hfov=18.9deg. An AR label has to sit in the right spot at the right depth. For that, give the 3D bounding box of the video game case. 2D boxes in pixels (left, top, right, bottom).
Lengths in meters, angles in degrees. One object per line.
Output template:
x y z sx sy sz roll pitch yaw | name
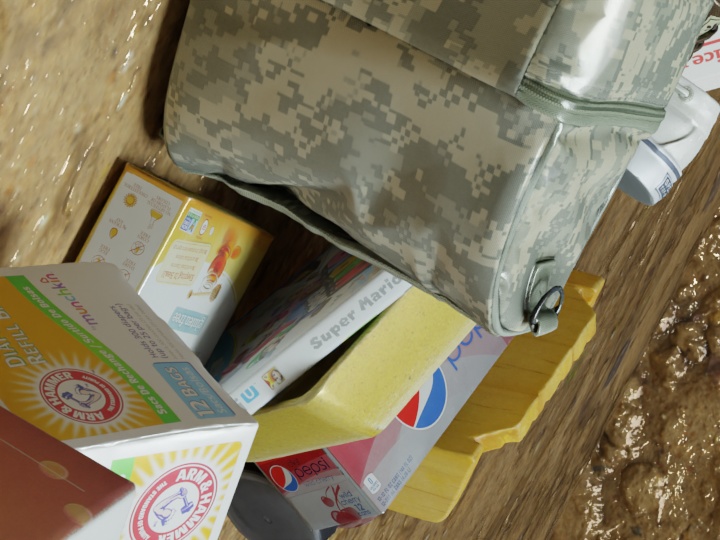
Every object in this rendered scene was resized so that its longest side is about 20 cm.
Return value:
0.000 0.000 1.046 0.200 0.018 0.143 -39 -169 12 | video game case

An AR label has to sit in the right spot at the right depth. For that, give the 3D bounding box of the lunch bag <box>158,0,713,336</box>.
0.022 -0.083 0.904 0.139 0.199 0.169 -2 118 -65 | lunch bag

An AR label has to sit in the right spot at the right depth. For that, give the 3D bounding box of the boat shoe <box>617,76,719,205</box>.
0.090 -0.128 1.032 0.086 0.202 0.075 -49 173 -6 | boat shoe

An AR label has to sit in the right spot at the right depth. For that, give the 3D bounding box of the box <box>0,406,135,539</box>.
-0.183 0.099 0.601 0.200 0.152 0.107 -34 149 -63 | box

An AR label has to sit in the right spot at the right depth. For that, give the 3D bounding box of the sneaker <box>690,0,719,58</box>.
0.144 -0.127 1.082 0.070 0.075 0.201 -27 140 -46 | sneaker

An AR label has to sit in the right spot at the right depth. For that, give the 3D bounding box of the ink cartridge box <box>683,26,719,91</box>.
0.165 -0.166 1.172 0.068 0.115 0.201 -90 162 -57 | ink cartridge box

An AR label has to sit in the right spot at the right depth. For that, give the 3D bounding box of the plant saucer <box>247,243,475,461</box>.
0.004 0.027 1.105 0.200 0.049 0.200 -46 -168 -26 | plant saucer

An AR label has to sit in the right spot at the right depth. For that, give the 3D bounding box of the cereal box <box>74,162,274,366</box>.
-0.117 0.056 0.986 0.201 0.039 0.144 -63 167 1 | cereal box

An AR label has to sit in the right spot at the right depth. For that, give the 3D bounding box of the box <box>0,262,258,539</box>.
-0.133 0.111 0.823 0.101 0.112 0.201 -5 125 -41 | box

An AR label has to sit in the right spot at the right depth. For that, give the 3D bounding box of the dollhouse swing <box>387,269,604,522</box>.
0.056 0.112 1.478 0.200 0.181 0.177 -49 144 -43 | dollhouse swing

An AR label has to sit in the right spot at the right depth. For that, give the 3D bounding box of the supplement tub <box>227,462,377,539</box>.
-0.003 0.080 1.301 0.200 0.106 0.107 -52 163 -37 | supplement tub

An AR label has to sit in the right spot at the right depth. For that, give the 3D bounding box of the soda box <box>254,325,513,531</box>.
0.025 0.053 1.217 0.070 0.064 0.200 -23 -158 50 | soda box
